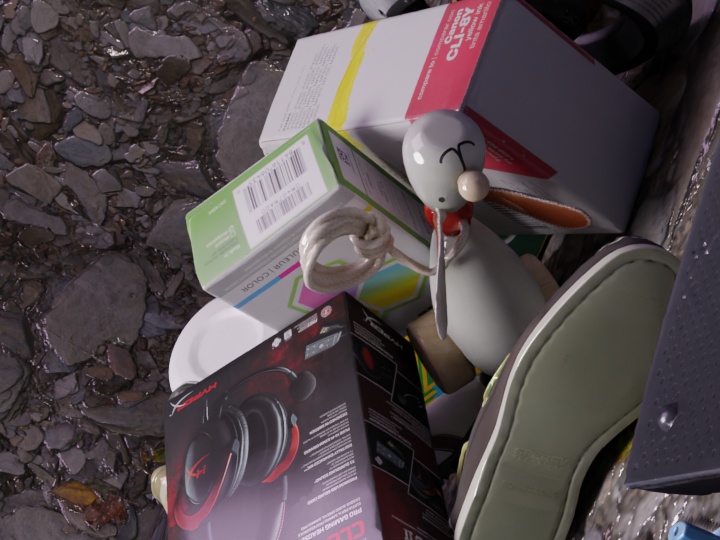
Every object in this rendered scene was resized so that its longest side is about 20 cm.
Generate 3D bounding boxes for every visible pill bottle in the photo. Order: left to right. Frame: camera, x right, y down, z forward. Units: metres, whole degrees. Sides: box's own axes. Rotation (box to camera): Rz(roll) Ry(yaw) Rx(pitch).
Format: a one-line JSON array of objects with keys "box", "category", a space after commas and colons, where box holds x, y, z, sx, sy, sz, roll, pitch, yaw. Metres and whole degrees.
[{"box": [-0.055, 0.108, 1.069, 0.112, 0.200, 0.113, -16, 49, 20], "category": "pill bottle"}]

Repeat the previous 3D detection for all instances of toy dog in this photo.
[{"box": [0.071, 0.010, 0.751, 0.132, 0.200, 0.096, -46, 52, 6], "category": "toy dog"}]

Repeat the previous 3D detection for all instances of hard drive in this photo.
[{"box": [0.167, -0.010, 0.524, 0.135, 0.042, 0.200, 138, 154, -71], "category": "hard drive"}]

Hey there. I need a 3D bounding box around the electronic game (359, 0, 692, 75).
[{"box": [0.097, -0.159, 0.822, 0.200, 0.199, 0.042, 145, 134, -74], "category": "electronic game"}]

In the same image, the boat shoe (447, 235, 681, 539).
[{"box": [0.096, 0.063, 0.676, 0.061, 0.072, 0.202, -92, 24, -62], "category": "boat shoe"}]

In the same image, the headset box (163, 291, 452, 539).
[{"box": [-0.032, 0.135, 0.772, 0.148, 0.075, 0.200, -32, 42, 23], "category": "headset box"}]

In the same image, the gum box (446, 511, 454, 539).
[{"box": [0.010, 0.259, 0.787, 0.170, 0.044, 0.200, 126, 164, -56], "category": "gum box"}]

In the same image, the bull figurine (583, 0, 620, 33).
[{"box": [0.135, -0.152, 1.025, 0.121, 0.065, 0.201, -135, 63, -73], "category": "bull figurine"}]

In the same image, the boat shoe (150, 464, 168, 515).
[{"box": [-0.078, 0.196, 1.043, 0.063, 0.201, 0.073, 29, 88, 42], "category": "boat shoe"}]

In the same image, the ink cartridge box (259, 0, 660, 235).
[{"box": [0.055, -0.086, 0.835, 0.200, 0.145, 0.084, 0, 65, 52], "category": "ink cartridge box"}]

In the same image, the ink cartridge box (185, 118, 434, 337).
[{"box": [0.000, 0.000, 0.835, 0.104, 0.200, 0.059, -35, 50, 19], "category": "ink cartridge box"}]

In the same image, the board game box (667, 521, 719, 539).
[{"box": [0.079, 0.220, 0.528, 0.200, 0.026, 0.200, 123, 166, -49], "category": "board game box"}]

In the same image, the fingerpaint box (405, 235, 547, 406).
[{"box": [0.056, 0.018, 1.032, 0.200, 0.073, 0.167, -122, 56, -80], "category": "fingerpaint box"}]

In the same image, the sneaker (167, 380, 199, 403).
[{"box": [-0.044, 0.136, 0.955, 0.076, 0.200, 0.077, -58, 0, 35], "category": "sneaker"}]

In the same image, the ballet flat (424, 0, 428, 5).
[{"box": [0.051, -0.123, 1.039, 0.069, 0.071, 0.200, -43, 36, 47], "category": "ballet flat"}]

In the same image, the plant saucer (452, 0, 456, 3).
[{"box": [0.117, -0.235, 0.998, 0.200, 0.035, 0.201, -53, 26, 39], "category": "plant saucer"}]

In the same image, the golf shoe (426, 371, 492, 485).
[{"box": [0.002, 0.123, 0.870, 0.200, 0.094, 0.078, -44, -5, -7], "category": "golf shoe"}]
